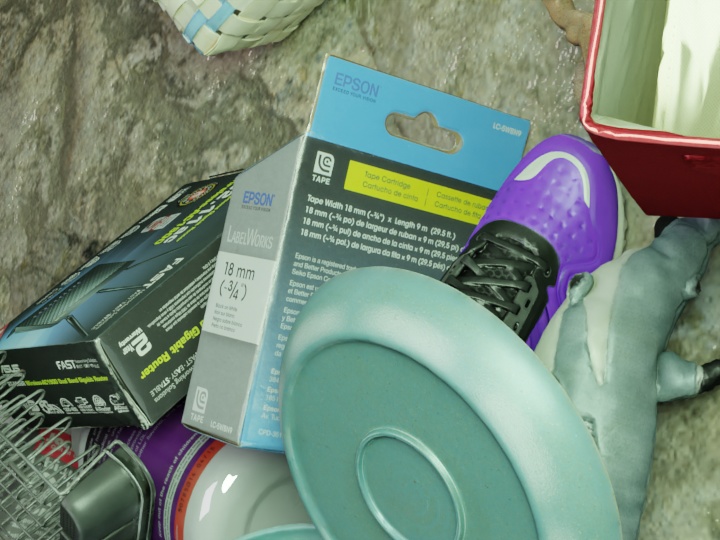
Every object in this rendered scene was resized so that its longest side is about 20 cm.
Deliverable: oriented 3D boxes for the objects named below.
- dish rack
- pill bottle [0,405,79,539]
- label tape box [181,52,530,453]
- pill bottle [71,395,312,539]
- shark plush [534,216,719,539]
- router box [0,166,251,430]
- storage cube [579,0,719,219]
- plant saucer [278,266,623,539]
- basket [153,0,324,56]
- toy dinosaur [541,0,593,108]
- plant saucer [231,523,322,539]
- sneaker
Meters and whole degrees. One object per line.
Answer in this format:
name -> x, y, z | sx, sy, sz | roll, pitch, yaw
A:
dish rack -> -0.206, 0.104, 0.926 | 0.200, 0.055, 0.154 | 41, 146, 18
pill bottle -> -0.219, 0.163, 1.052 | 0.111, 0.111, 0.200 | -44, 25, 35
label tape box -> 0.000, 0.000, 0.855 | 0.063, 0.144, 0.201 | 10, 87, 54
pill bottle -> -0.096, 0.121, 0.964 | 0.200, 0.112, 0.113 | 20, 96, 52
shark plush -> 0.133, 0.042, 0.743 | 0.083, 0.091, 0.200 | 28, 70, 30
router box -> -0.115, 0.013, 0.966 | 0.150, 0.200, 0.062 | -7, 119, 50
storage cube -> 0.186, -0.108, 0.576 | 0.170, 0.180, 0.201 | 8, 84, 17
plant saucer -> 0.028, 0.095, 0.718 | 0.200, 0.027, 0.201 | 28, 132, 36
basket -> -0.088, -0.251, 1.024 | 0.176, 0.139, 0.200 | -34, 85, 41
toy dinosaur -> 0.151, -0.099, 0.749 | 0.200, 0.086, 0.136 | -32, 67, 51
plant saucer -> -0.035, 0.224, 0.796 | 0.199, 0.036, 0.200 | -11, 54, 15
sneaker -> 0.063, 0.024, 0.778 | 0.069, 0.099, 0.201 | 27, 94, 24
